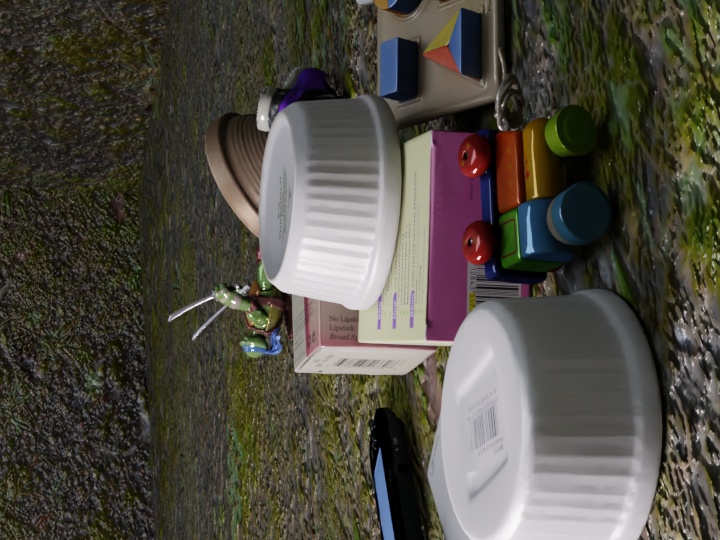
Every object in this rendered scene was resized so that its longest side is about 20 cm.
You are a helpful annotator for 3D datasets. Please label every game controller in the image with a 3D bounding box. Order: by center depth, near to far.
[{"bbox_3d":[0.033,0.246,1.407,0.105,0.042,0.201,112,156,-49],"label":"game controller"}]

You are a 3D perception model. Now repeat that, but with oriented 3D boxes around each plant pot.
[{"bbox_3d":[-0.111,-0.137,1.814,0.092,0.201,0.202,-30,46,21],"label":"plant pot"}]

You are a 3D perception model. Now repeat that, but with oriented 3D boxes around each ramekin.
[{"bbox_3d":[0.130,0.112,0.982,0.200,0.097,0.203,-177,90,-74],"label":"ramekin"},{"bbox_3d":[-0.034,-0.065,1.246,0.202,0.093,0.204,-177,90,-74],"label":"ramekin"}]

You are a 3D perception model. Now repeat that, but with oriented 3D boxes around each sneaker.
[{"bbox_3d":[-0.058,-0.211,1.743,0.200,0.099,0.070,-50,-32,-64],"label":"sneaker"}]

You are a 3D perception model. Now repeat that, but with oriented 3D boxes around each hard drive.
[{"bbox_3d":[0.098,0.189,1.178,0.200,0.026,0.133,-105,22,-61],"label":"hard drive"}]

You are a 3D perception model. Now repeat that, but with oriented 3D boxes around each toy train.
[{"bbox_3d":[0.137,-0.099,1.036,0.116,0.084,0.202,-27,61,60],"label":"toy train"}]

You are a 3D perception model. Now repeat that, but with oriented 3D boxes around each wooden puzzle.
[{"bbox_3d":[0.064,-0.237,1.278,0.199,0.046,0.187,-12,76,55],"label":"wooden puzzle"}]

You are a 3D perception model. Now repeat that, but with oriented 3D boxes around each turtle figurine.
[{"bbox_3d":[-0.178,0.017,1.961,0.199,0.144,0.196,12,78,33],"label":"turtle figurine"}]

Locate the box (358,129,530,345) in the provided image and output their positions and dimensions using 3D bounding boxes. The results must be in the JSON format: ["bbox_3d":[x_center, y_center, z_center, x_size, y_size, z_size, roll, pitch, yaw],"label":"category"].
[{"bbox_3d":[0.073,-0.021,1.210,0.200,0.096,0.178,168,104,-73],"label":"box"}]

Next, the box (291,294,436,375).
[{"bbox_3d":[0.000,0.000,1.406,0.109,0.127,0.202,133,137,-66],"label":"box"}]

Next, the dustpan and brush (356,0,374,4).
[{"bbox_3d":[0.045,-0.292,1.413,0.200,0.057,0.141,-158,71,-73],"label":"dustpan and brush"}]
